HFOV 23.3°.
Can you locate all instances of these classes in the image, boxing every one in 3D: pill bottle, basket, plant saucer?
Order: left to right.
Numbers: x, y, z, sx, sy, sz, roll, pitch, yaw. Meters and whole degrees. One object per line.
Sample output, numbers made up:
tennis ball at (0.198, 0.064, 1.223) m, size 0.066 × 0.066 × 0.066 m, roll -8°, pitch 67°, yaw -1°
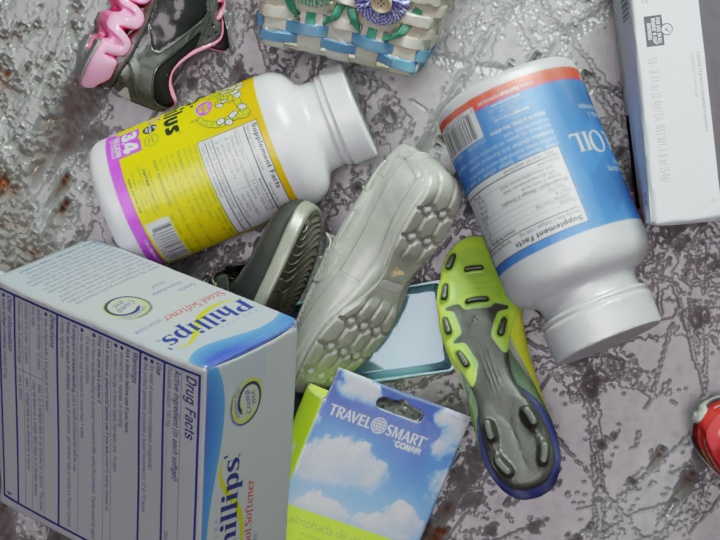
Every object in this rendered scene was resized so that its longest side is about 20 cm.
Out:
pill bottle at (-0.092, -0.081, 1.289) m, size 0.198 × 0.104 × 0.105 m, roll -22°, pitch 90°, yaw 4°
plant saucer at (-0.030, 0.056, 1.332) m, size 0.198 × 0.019 × 0.071 m, roll -9°, pitch 90°, yaw 4°
basket at (0.011, -0.249, 1.258) m, size 0.174 × 0.139 × 0.202 m, roll 13°, pitch 102°, yaw 5°
pill bottle at (0.140, -0.040, 1.253) m, size 0.111 × 0.112 × 0.202 m, roll -22°, pitch 80°, yaw 5°

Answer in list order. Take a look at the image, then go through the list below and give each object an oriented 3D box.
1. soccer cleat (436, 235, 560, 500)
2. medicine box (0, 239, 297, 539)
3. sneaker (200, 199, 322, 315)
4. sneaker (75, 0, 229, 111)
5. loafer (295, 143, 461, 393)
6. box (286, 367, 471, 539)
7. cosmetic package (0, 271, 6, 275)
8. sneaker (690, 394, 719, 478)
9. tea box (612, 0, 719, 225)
soccer cleat at (0.100, 0.074, 1.299) m, size 0.064 × 0.084 × 0.202 m, roll -15°, pitch 70°, yaw 4°
medicine box at (-0.153, 0.101, 1.224) m, size 0.199 × 0.103 × 0.184 m, roll 20°, pitch 119°, yaw 30°
sneaker at (-0.110, 0.018, 1.278) m, size 0.106 × 0.075 × 0.201 m, roll 33°, pitch 109°, yaw 14°
sneaker at (-0.131, -0.209, 1.315) m, size 0.095 × 0.079 × 0.201 m, roll 30°, pitch 95°, yaw -19°
loafer at (0.000, 0.000, 1.293) m, size 0.201 × 0.070 × 0.070 m, roll -55°, pitch 47°, yaw 10°
box at (-0.011, 0.177, 1.295) m, size 0.121 × 0.048 × 0.202 m, roll 21°, pitch 94°, yaw -22°
cosmetic package at (-0.331, 0.026, 1.311) m, size 0.198 × 0.108 × 0.086 m, roll 20°, pitch 93°, yaw 5°
sneaker at (0.321, 0.170, 1.273) m, size 0.199 × 0.085 × 0.077 m, roll 37°, pitch 95°, yaw 3°
tea box at (0.286, -0.141, 1.242) m, size 0.195 × 0.134 × 0.202 m, roll -7°, pitch 91°, yaw 4°
